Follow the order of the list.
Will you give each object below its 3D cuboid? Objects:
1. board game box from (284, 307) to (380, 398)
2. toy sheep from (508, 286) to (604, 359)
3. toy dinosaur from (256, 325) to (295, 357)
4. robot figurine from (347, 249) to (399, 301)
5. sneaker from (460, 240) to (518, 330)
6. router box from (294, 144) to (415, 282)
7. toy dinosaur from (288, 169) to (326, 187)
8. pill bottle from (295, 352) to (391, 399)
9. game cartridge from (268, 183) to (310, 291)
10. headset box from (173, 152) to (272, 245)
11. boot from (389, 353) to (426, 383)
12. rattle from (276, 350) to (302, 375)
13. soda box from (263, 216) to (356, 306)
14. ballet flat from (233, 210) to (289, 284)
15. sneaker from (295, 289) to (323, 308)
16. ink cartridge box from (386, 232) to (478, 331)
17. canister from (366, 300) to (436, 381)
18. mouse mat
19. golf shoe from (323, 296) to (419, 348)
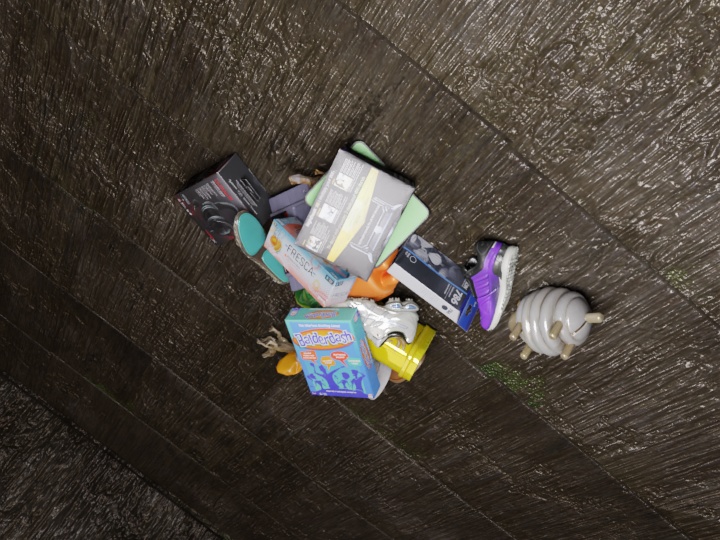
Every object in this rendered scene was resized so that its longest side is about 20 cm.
[{"bbox_3d":[-0.055,0.169,1.512,0.150,0.045,0.202,-1,122,25],"label":"board game box"},{"bbox_3d":[0.354,0.094,1.350,0.198,0.138,0.139,-2,130,48],"label":"toy sheep"},{"bbox_3d":[-0.203,0.192,1.919,0.198,0.059,0.101,-5,143,48],"label":"toy dinosaur"},{"bbox_3d":[0.001,0.002,1.515,0.198,0.119,0.143,-10,164,41],"label":"robot figurine"},{"bbox_3d":[0.237,0.021,1.412,0.098,0.070,0.202,19,131,19],"label":"sneaker"},{"bbox_3d":[-0.011,-0.104,1.366,0.156,0.052,0.202,27,106,-6],"label":"router box"},{"bbox_3d":[-0.042,-0.153,1.450,0.198,0.061,0.106,32,154,-10],"label":"toy dinosaur"},{"bbox_3d":[-0.036,0.198,1.636,0.198,0.110,0.110,31,142,-10],"label":"pill bottle"},{"bbox_3d":[-0.121,-0.067,1.513,0.128,0.038,0.203,-17,86,38],"label":"game cartridge"},{"bbox_3d":[-0.284,-0.151,1.588,0.198,0.078,0.149,-14,122,45],"label":"headset box"},{"bbox_3d":[0.047,0.182,1.716,0.156,0.077,0.199,50,146,-13],"label":"boot"},{"bbox_3d":[-0.115,0.161,1.724,0.141,0.132,0.200,-2,162,-17],"label":"rattle"},{"bbox_3d":[-0.100,-0.020,1.439,0.200,0.063,0.069,43,122,27],"label":"soda box"},{"bbox_3d":[-0.217,-0.046,1.552,0.075,0.068,0.201,11,147,47],"label":"ballet flat"},{"bbox_3d":[-0.094,0.051,1.633,0.200,0.073,0.085,-145,54,-65],"label":"sneaker"},{"bbox_3d":[0.155,0.021,1.441,0.199,0.100,0.039,37,140,-5],"label":"ink cartridge box"},{"bbox_3d":[0.049,0.133,1.594,0.198,0.149,0.087,30,118,8],"label":"canister"},{"bbox_3d":[0.012,-0.121,1.391,0.161,0.008,0.200,-44,100,13],"label":"mouse mat"},{"bbox_3d":[0.020,0.106,1.496,0.196,0.099,0.078,1,167,4],"label":"golf shoe"}]
